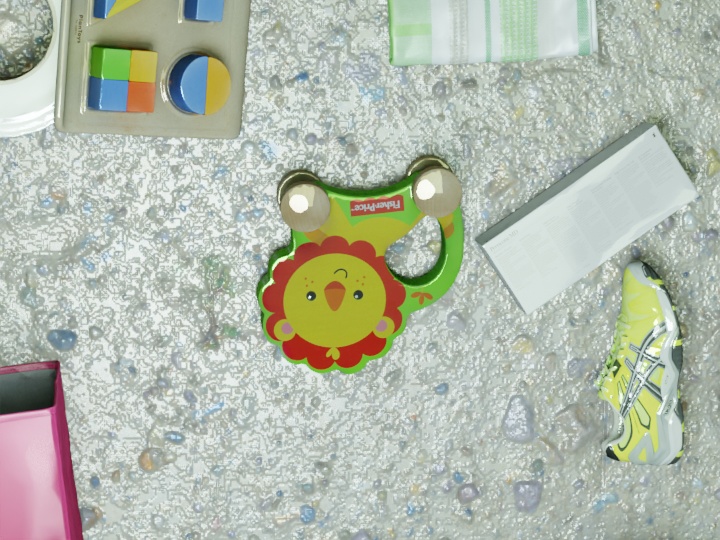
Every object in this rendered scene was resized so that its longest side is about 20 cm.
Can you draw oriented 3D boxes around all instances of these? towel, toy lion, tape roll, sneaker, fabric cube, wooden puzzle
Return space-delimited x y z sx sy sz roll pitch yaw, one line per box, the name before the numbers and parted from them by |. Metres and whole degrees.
towel | 0.122 -0.267 1.762 0.198 0.031 0.151 -5 98 -6
toy lion | 0.000 0.000 1.778 0.198 0.069 0.193 -7 106 -6
tape roll | -0.323 -0.220 1.698 0.200 0.071 0.204 -1 99 -7
sneaker | 0.264 0.092 1.811 0.076 0.075 0.202 -7 98 -6
fabric cube | -0.354 0.208 1.694 0.194 0.200 0.201 -6 100 -7
wooden puzzle | -0.175 -0.211 1.683 0.199 0.046 0.187 -1 100 -37

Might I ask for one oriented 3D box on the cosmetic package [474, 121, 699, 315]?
cosmetic package | 0.213 -0.051 1.795 0.199 0.051 0.083 -34 103 -1
